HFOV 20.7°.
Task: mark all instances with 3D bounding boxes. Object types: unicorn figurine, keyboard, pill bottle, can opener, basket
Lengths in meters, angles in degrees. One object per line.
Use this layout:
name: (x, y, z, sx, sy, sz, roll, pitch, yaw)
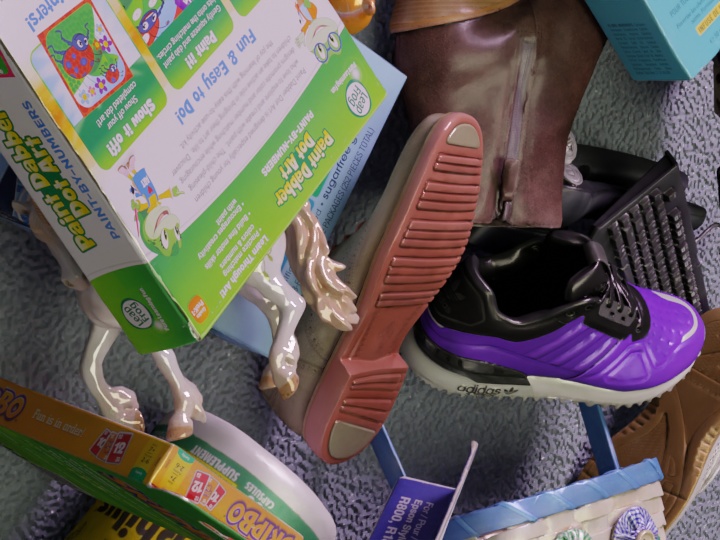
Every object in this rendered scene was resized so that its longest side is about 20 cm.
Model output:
unicorn figurine: (-0.092, 0.008, 0.940, 0.200, 0.074, 0.138, -25, 106, -49)
keyboard: (0.203, -0.005, 1.237, 0.127, 0.021, 0.200, -43, 146, -13)
pill bottle: (-0.112, 0.177, 0.993, 0.200, 0.113, 0.113, -51, 130, -18)
can opener: (0.141, -0.051, 1.200, 0.199, 0.079, 0.064, -3, 65, -44)
basket: (0.095, 0.135, 1.161, 0.176, 0.139, 0.201, -15, 78, -39)

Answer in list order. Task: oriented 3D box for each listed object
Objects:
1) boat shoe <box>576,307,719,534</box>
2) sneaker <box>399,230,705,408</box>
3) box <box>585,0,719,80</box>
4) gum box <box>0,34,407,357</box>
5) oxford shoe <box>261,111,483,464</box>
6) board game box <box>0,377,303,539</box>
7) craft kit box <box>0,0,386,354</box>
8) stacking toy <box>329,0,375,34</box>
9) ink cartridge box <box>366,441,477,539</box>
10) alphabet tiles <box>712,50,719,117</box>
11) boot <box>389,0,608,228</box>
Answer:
boat shoe: (0.205, 0.119, 1.281, 0.200, 0.071, 0.069, -54, 153, 4)
sneaker: (0.128, 0.023, 1.133, 0.199, 0.070, 0.100, -1, 137, -28)
box: (0.139, -0.204, 1.059, 0.082, 0.049, 0.200, -47, 118, -21)
gum box: (-0.086, -0.072, 0.991, 0.200, 0.044, 0.170, 32, 81, -41)
oxford shoe: (0.000, 0.000, 1.046, 0.071, 0.074, 0.201, 9, 110, -55)
board game box: (-0.111, 0.092, 0.909, 0.096, 0.200, 0.030, 41, 74, -41)
craft kit box: (-0.089, -0.101, 0.877, 0.198, 0.048, 0.200, 56, 43, -20)
stacking toy: (-0.015, -0.206, 0.990, 0.110, 0.116, 0.201, -33, 133, -27)
ink cartridge box: (-0.006, 0.209, 1.023, 0.200, 0.043, 0.197, 104, 11, -45)
alphabet tiles: (0.223, -0.177, 1.171, 0.006, 0.167, 0.201, -7, 111, -5)
boot: (0.106, -0.107, 1.118, 0.199, 0.072, 0.167, -2, 90, -27)
